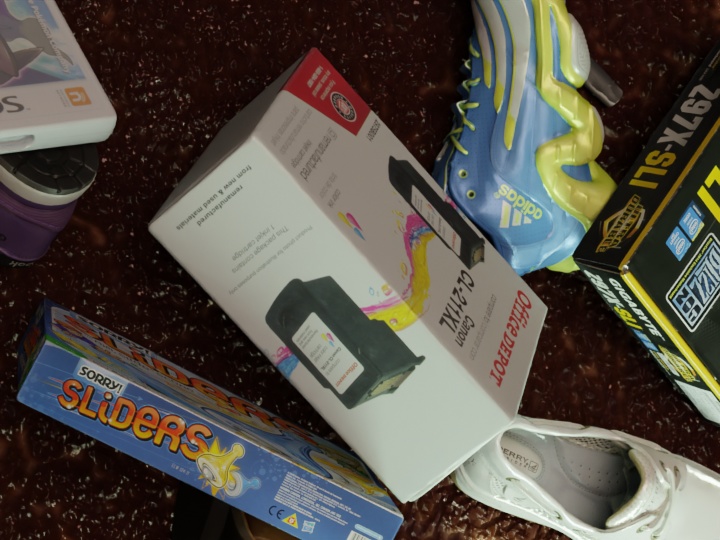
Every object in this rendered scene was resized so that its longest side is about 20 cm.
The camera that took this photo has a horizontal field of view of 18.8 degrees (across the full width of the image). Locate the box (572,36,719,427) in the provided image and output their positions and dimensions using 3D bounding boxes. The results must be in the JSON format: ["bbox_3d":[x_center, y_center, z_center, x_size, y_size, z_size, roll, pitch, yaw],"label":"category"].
[{"bbox_3d":[0.227,-0.032,1.263,0.160,0.049,0.201,47,71,-32],"label":"box"}]

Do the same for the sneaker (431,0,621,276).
[{"bbox_3d":[0.079,-0.085,1.224,0.104,0.076,0.201,-24,101,-16],"label":"sneaker"}]

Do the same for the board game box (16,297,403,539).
[{"bbox_3d":[-0.081,0.083,1.120,0.199,0.135,0.035,27,93,-12],"label":"board game box"}]

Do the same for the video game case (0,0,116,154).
[{"bbox_3d":[-0.238,-0.135,1.079,0.181,0.023,0.201,-10,58,-37],"label":"video game case"}]

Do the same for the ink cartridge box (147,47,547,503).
[{"bbox_3d":[0.000,0.000,1.152,0.083,0.146,0.200,-39,101,24],"label":"ink cartridge box"}]

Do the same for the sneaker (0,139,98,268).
[{"bbox_3d":[-0.224,-0.086,1.127,0.075,0.088,0.200,-21,65,-45],"label":"sneaker"}]

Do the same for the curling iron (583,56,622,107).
[{"bbox_3d":[0.087,-0.174,1.268,0.050,0.026,0.200,-43,99,-15],"label":"curling iron"}]

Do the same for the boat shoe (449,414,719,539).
[{"bbox_3d":[0.149,0.129,1.238,0.199,0.069,0.071,17,78,-18],"label":"boat shoe"}]

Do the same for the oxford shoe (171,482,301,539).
[{"bbox_3d":[-0.042,0.166,1.110,0.071,0.200,0.072,15,115,-22],"label":"oxford shoe"}]
